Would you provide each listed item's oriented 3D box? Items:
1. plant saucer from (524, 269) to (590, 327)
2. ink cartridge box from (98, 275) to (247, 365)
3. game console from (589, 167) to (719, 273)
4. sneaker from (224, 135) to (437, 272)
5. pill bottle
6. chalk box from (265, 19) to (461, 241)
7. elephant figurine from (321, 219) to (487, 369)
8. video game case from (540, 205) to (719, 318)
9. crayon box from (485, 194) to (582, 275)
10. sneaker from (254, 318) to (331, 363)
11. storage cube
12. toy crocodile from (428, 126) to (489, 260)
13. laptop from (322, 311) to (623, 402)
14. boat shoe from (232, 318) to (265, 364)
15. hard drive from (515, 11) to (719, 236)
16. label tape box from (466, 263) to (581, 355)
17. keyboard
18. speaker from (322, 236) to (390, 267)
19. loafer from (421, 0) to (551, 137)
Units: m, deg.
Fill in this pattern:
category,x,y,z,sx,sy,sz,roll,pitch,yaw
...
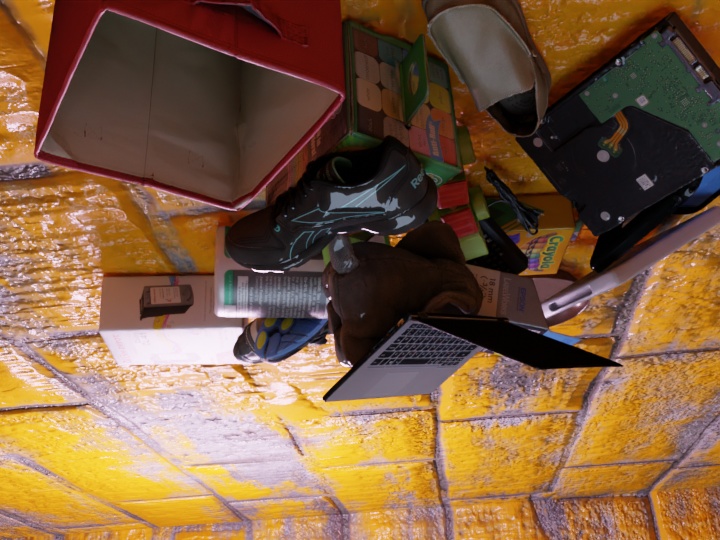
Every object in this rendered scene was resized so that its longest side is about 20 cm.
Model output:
category,x,y,z,sx,sy,sz,roll,pitch,yaw
plant saucer,0.241,0.042,1.278,0.197,0.035,0.201,-3,153,-1
ink cartridge box,-0.260,0.074,1.228,0.196,0.087,0.148,-2,154,-5
game console,0.371,-0.080,0.962,0.115,0.177,0.200,30,149,-2
sneaker,-0.036,-0.061,0.737,0.197,0.076,0.080,-18,137,16
pill bottle,-0.083,0.003,1.072,0.196,0.115,0.113,2,154,-8
chalk box,0.011,-0.134,0.794,0.122,0.126,0.199,15,150,-32
elephant figurine,0.065,0.021,0.876,0.197,0.144,0.155,-10,179,-9
video game case,0.328,-0.006,1.068,0.198,0.023,0.182,-27,174,-27
crayon box,0.191,-0.042,1.083,0.196,0.052,0.126,-4,154,0
sneaker,-0.068,0.075,1.148,0.070,0.199,0.084,20,122,22
storage cube,-0.124,-0.179,0.625,0.169,0.182,0.200,13,149,-29
toy crocodile,0.098,-0.087,0.921,0.066,0.062,0.202,-13,127,10
laptop,0.105,0.103,0.800,0.200,0.117,0.186,-46,150,25
boat shoe,-0.115,0.087,1.220,0.061,0.073,0.200,-36,174,23
hard drive,0.264,-0.134,0.833,0.140,0.038,0.200,48,140,-4
label tape box,0.150,0.052,1.037,0.197,0.064,0.144,12,160,-6
keyboard,0.132,-0.060,0.993,0.126,0.021,0.200,-36,121,23
speaker,0.000,0.000,0.982,0.087,0.203,0.089,-10,-164,3
loafer,0.122,-0.186,0.763,0.075,0.068,0.199,-20,149,31
